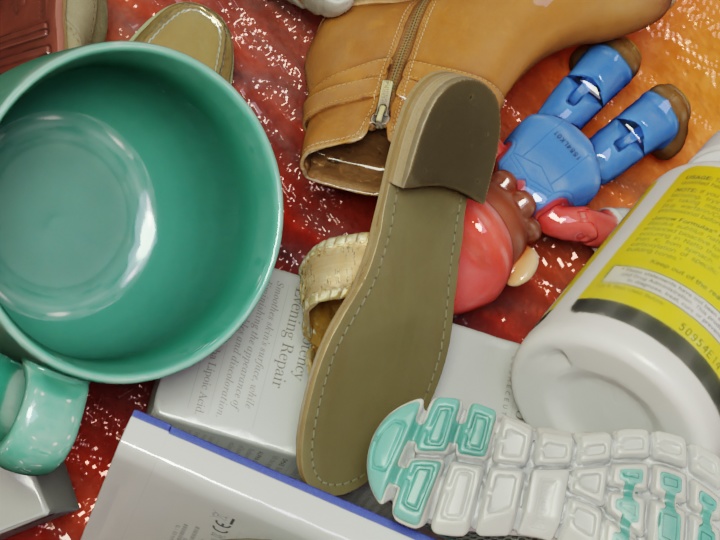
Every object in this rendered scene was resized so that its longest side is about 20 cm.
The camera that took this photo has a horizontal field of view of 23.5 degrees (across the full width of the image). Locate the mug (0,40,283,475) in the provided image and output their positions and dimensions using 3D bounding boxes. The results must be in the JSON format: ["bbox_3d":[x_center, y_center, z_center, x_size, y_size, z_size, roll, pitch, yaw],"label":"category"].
[{"bbox_3d":[-0.139,-0.017,0.808,0.185,0.114,0.152,-41,109,-22],"label":"mug"}]

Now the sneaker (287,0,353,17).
[{"bbox_3d":[-0.054,-0.226,0.922,0.077,0.078,0.200,-31,85,-7],"label":"sneaker"}]

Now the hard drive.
[{"bbox_3d":[-0.033,0.143,0.843,0.199,0.132,0.025,24,55,-4],"label":"hard drive"}]

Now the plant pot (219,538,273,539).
[{"bbox_3d":[-0.060,0.226,0.801,0.199,0.174,0.201,1,80,-8],"label":"plant pot"}]

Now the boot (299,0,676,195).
[{"bbox_3d":[0.067,-0.104,0.915,0.199,0.074,0.155,-4,45,18],"label":"boot"}]

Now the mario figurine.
[{"bbox_3d":[0.085,-0.044,0.965,0.200,0.106,0.123,-38,44,-22],"label":"mario figurine"}]

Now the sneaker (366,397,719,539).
[{"bbox_3d":[0.099,0.110,0.825,0.199,0.091,0.078,18,75,-1],"label":"sneaker"}]

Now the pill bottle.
[{"bbox_3d":[0.174,0.015,0.895,0.114,0.114,0.200,43,55,1],"label":"pill bottle"}]

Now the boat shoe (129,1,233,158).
[{"bbox_3d":[-0.120,-0.059,0.921,0.071,0.076,0.201,23,77,-4],"label":"boat shoe"}]

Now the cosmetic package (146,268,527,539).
[{"bbox_3d":[-0.007,0.070,0.905,0.199,0.074,0.102,16,63,-7],"label":"cosmetic package"}]

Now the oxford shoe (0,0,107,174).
[{"bbox_3d":[-0.162,-0.110,0.919,0.070,0.075,0.201,-5,73,31],"label":"oxford shoe"}]

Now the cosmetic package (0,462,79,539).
[{"bbox_3d":[-0.226,0.048,0.872,0.106,0.090,0.201,-19,86,0],"label":"cosmetic package"}]

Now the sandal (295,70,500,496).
[{"bbox_3d":[0.004,0.001,0.858,0.077,0.070,0.212,16,95,-40],"label":"sandal"}]
